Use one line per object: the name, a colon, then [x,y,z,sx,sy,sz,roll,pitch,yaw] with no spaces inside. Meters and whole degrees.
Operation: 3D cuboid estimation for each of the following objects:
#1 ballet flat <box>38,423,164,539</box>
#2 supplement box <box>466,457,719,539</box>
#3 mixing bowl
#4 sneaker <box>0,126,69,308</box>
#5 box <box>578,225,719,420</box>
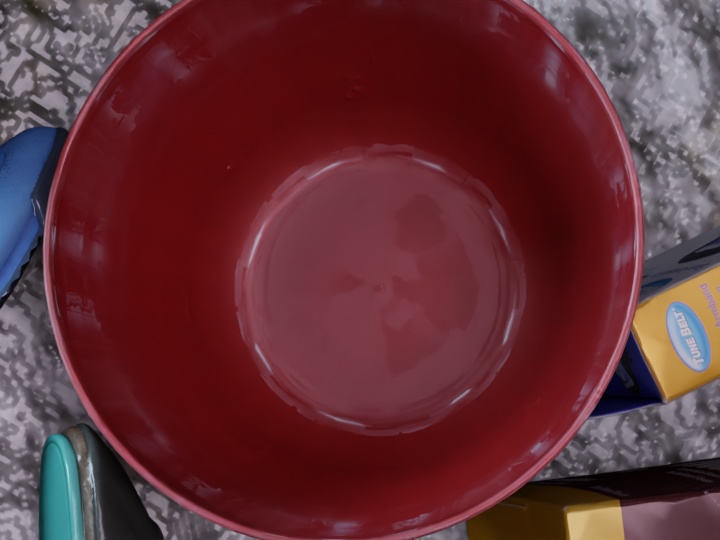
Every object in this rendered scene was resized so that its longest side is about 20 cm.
ballet flat: [-0.084,0.153,0.880,0.068,0.068,0.201,2,97,-22]
supplement box: [0.159,0.165,0.893,0.199,0.133,0.198,-6,88,-12]
mixing bowl: [0.000,0.000,0.865,0.199,0.108,0.201,-1,80,8]
sneaker: [-0.175,0.020,0.862,0.078,0.066,0.200,36,81,-5]
box: [0.149,0.000,0.905,0.199,0.119,0.042,-23,93,-13]
